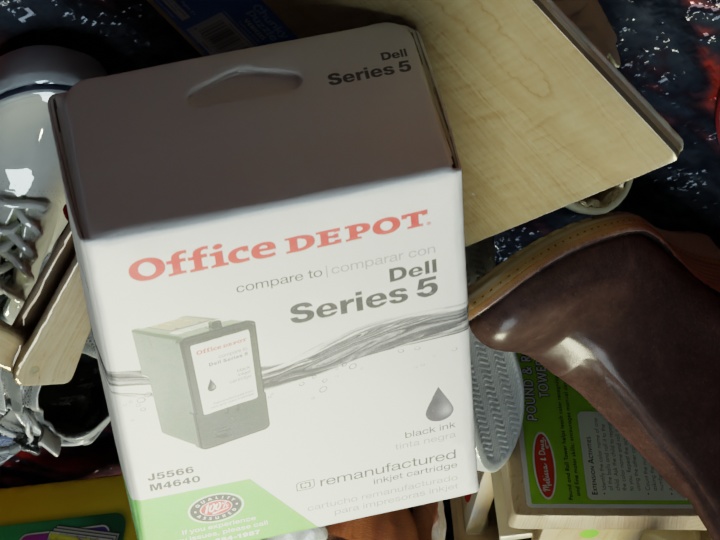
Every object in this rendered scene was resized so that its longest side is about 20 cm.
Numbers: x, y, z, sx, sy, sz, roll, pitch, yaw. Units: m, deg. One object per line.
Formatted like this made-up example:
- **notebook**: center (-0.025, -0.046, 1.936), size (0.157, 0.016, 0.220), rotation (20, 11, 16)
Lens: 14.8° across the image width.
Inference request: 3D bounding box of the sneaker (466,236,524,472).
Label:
- **sneaker**: center (0.000, 0.000, 1.237), size (0.115, 0.074, 0.201), rotation (10, 129, 30)

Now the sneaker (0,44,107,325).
- **sneaker**: center (-0.153, -0.016, 1.194), size (0.073, 0.071, 0.200), rotation (9, 143, -20)

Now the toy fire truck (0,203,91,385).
- **toy fire truck**: center (-0.113, 0.004, 1.156), size (0.141, 0.049, 0.200), rotation (-37, 139, -2)

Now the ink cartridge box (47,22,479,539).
- **ink cartridge box**: center (-0.034, 0.012, 1.092), size (0.145, 0.084, 0.200), rotation (-12, 139, -5)

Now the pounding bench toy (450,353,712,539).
- **pounding bench toy**: center (0.118, 0.133, 1.344), size (0.124, 0.201, 0.156), rotation (0, 146, -9)

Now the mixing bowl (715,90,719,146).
- **mixing bowl**: center (0.259, -0.035, 1.189), size (0.199, 0.109, 0.200), rotation (-4, 147, -3)

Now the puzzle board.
- **puzzle board**: center (0.010, -0.091, 1.073), size (0.150, 0.017, 0.200), rotation (-22, 122, 44)

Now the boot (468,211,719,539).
- **boot**: center (0.139, 0.061, 1.216), size (0.072, 0.167, 0.200), rotation (-37, 160, 35)

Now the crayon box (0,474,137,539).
- **crayon box**: center (-0.161, 0.209, 1.396), size (0.172, 0.201, 0.058), rotation (-9, 149, 29)

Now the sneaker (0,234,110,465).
- **sneaker**: center (-0.156, 0.054, 1.293), size (0.075, 0.082, 0.200), rotation (16, 142, -29)

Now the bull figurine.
- **bull figurine**: center (-0.007, 0.117, 1.365), size (0.065, 0.122, 0.200), rotation (2, 152, 20)

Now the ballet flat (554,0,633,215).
- **ballet flat**: center (0.080, -0.080, 1.123), size (0.069, 0.070, 0.200), rotation (-10, 153, 7)
